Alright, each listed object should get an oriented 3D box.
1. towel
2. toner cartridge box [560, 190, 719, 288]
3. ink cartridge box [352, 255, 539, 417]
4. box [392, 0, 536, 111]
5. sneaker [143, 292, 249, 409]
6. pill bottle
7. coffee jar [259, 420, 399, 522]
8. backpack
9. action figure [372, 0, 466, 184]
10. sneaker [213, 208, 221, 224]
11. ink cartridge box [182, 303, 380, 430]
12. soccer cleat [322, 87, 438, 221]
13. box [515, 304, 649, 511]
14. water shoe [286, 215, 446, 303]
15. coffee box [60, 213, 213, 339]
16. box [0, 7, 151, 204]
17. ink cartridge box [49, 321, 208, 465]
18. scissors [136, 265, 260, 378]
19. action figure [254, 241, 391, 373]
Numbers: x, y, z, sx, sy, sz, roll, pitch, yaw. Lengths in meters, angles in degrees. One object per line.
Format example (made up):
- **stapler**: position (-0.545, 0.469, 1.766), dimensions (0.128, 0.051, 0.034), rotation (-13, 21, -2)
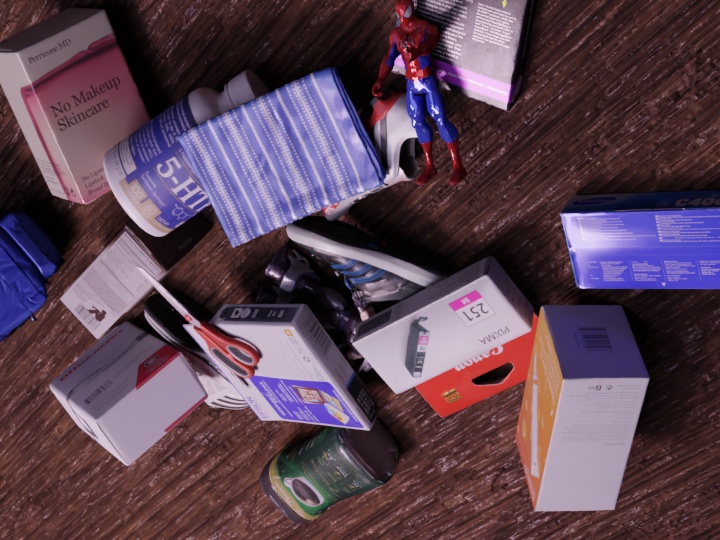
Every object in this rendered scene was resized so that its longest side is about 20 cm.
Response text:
- **towel**: position (-0.085, -0.123, 1.474), dimensions (0.198, 0.024, 0.146), rotation (-22, 107, 14)
- **toner cartridge box**: position (0.315, -0.031, 1.399), dimensions (0.198, 0.043, 0.096), rotation (0, 119, 32)
- **ink cartridge box**: position (0.118, 0.093, 1.561), dimensions (0.199, 0.044, 0.174), rotation (-28, 115, 29)
- **box**: position (0.109, -0.276, 1.368), dimensions (0.142, 0.036, 0.202), rotation (22, 131, 18)
- **sneaker**: position (-0.223, 0.124, 1.825), dimensions (0.200, 0.076, 0.116), rotation (35, 131, 4)
- **pill bottle**: position (-0.186, -0.140, 1.553), dimensions (0.199, 0.120, 0.120), rotation (-33, 102, 13)
- **coffee jar**: position (-0.046, 0.266, 1.804), dimensions (0.104, 0.085, 0.199), rotation (48, 132, -10)
- **backpack**: position (-0.503, 0.005, 1.867), dimensions (0.163, 0.167, 0.200), rotation (56, 164, -8)
- **action figure**: position (0.054, -0.177, 1.381), dimensions (0.065, 0.099, 0.202), rotation (1, 115, 31)
- **sneaker**: position (-0.121, -0.091, 1.602), dimensions (0.199, 0.091, 0.067), rotation (-24, 106, 41)
- **ink cartridge box**: position (-0.099, 0.121, 1.701), dimensions (0.198, 0.044, 0.199), rotation (-1, 136, 40)
- **soccer cleat**: position (0.018, -0.116, 1.515), dimensions (0.085, 0.069, 0.201), rotation (40, 129, 8)
- **box**: position (0.243, 0.155, 1.498), dimensions (0.096, 0.125, 0.202), rotation (0, 127, -7)
- **water shoe**: position (0.000, 0.000, 1.574), dimensions (0.198, 0.072, 0.080), rotation (20, 113, 5)
- **coffee box**: position (-0.294, -0.010, 1.754), dimensions (0.080, 0.113, 0.200), rotation (46, 132, -4)
- **box**: position (-0.342, -0.201, 1.623), dimensions (0.109, 0.127, 0.202), rotation (17, 134, 54)
- **ink cartridge box**: position (-0.316, 0.162, 1.813), dimensions (0.199, 0.145, 0.084), rotation (18, 145, 58)
- **scissors**: position (-0.207, 0.068, 1.669), dimensions (0.199, 0.014, 0.073), rotation (36, 149, -8)
- **action figure**: position (-0.029, 0.051, 1.662), dimensions (0.199, 0.069, 0.131), rotation (29, 125, 7)
